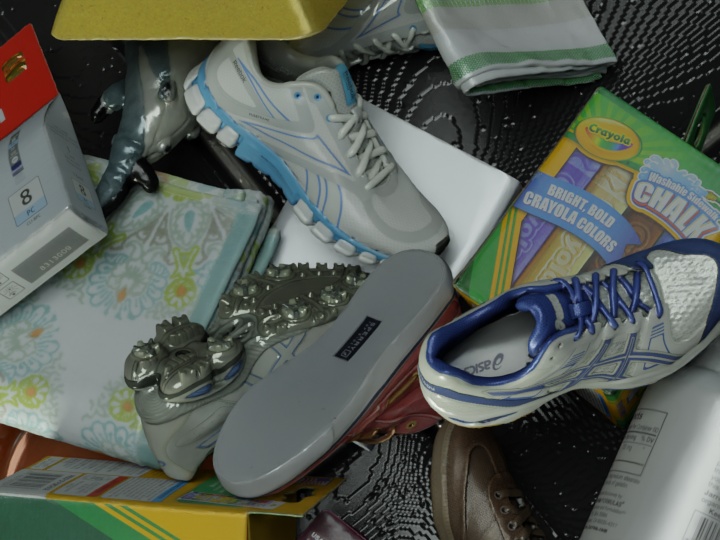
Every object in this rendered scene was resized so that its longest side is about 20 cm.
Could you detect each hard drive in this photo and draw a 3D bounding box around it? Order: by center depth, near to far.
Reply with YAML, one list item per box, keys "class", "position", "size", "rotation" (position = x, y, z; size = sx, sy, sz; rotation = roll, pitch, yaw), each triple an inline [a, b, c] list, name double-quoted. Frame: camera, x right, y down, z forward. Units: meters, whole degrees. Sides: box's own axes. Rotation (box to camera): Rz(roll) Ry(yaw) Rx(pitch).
- class: "hard drive"
  position: [0.000, 0.000, 1.714]
  size: [0.132, 0.025, 0.200]
  rotation: [28, 83, 16]

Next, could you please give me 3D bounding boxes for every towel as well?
- class: "towel"
  position: [0.081, -0.211, 1.693]
  size: [0.031, 0.149, 0.200]
  rotation: [-32, 74, 42]
- class: "towel"
  position: [-0.160, 0.022, 1.703]
  size: [0.171, 0.048, 0.200]
  rotation: [13, 65, 26]

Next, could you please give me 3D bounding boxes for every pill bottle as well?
- class: "pill bottle"
  position: [0.216, 0.118, 1.594]
  size: [0.114, 0.114, 0.200]
  rotation: [22, 81, 16]

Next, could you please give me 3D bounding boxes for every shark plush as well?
- class: "shark plush"
  position: [-0.141, -0.109, 1.740]
  size: [0.083, 0.091, 0.200]
  rotation: [1, 68, 29]

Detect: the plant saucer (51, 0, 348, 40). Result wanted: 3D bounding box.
- class: "plant saucer"
  position: [-0.080, -0.219, 1.684]
  size: [0.200, 0.049, 0.200]
  rotation: [2, 36, 28]

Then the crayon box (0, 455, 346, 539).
- class: "crayon box"
  position: [-0.119, 0.155, 1.608]
  size: [0.200, 0.126, 0.052]
  rotation: [3, 96, 12]

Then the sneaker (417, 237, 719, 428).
- class: "sneaker"
  position: [0.128, 0.034, 1.519]
  size: [0.200, 0.088, 0.075]
  rotation: [-25, 70, 3]

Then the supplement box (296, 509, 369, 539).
- class: "supplement box"
  position: [-0.046, 0.255, 1.612]
  size: [0.086, 0.110, 0.200]
  rotation: [40, 86, 17]

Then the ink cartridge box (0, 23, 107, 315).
- class: "ink cartridge box"
  position: [-0.261, -0.058, 1.719]
  size: [0.160, 0.047, 0.200]
  rotation: [-36, 52, 17]

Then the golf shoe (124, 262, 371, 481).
- class: "golf shoe"
  position: [-0.063, 0.061, 1.645]
  size: [0.200, 0.097, 0.078]
  rotation: [-26, 34, -34]

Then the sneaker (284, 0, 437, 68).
- class: "sneaker"
  position: [0.019, -0.167, 1.732]
  size: [0.200, 0.075, 0.087]
  rotation: [-44, 78, -2]

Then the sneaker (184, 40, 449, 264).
- class: "sneaker"
  position: [-0.019, -0.085, 1.655]
  size: [0.200, 0.075, 0.087]
  rotation: [39, 129, 4]

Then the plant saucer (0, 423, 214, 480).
- class: "plant saucer"
  position: [-0.161, 0.146, 1.705]
  size: [0.200, 0.032, 0.201]
  rotation: [-3, 76, 10]

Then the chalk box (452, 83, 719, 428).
- class: "chalk box"
  position: [0.172, -0.023, 1.634]
  size: [0.124, 0.125, 0.200]
  rotation: [37, 86, 17]

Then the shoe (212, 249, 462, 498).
- class: "shoe"
  position: [-0.003, 0.084, 1.612]
  size: [0.071, 0.091, 0.200]
  rotation: [24, 61, 40]

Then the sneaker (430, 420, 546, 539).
- class: "sneaker"
  position: [0.099, 0.184, 1.616]
  size: [0.075, 0.070, 0.200]
  rotation: [-13, 83, 31]
